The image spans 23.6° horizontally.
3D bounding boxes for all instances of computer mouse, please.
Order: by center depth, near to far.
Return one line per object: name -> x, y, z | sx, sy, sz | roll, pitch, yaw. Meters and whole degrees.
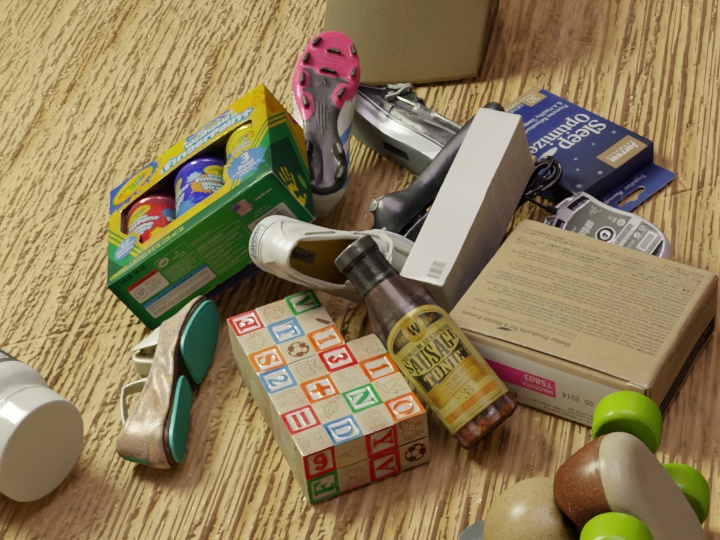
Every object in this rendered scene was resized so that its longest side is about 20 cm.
computer mouse -> 0.211, -0.034, 1.657 | 0.199, 0.044, 0.110 | 32, 72, 34

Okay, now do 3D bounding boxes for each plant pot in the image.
plant pot -> 0.068, -0.323, 1.931 | 0.175, 0.201, 0.201 | 14, 42, 6

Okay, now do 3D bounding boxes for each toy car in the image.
toy car -> 0.157, 0.216, 1.331 | 0.199, 0.158, 0.165 | -23, 28, 27

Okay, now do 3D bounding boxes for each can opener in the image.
can opener -> 0.075, -0.087, 1.705 | 0.078, 0.063, 0.201 | 40, 74, -7

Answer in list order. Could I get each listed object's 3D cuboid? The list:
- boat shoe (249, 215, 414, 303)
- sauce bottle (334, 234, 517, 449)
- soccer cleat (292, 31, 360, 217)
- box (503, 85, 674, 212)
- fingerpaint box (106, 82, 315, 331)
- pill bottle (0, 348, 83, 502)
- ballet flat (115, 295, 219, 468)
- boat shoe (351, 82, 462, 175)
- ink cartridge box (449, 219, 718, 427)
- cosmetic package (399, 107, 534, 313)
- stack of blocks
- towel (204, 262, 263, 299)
boat shoe -> 0.001, -0.005, 1.569 | 0.201, 0.075, 0.086 | 15, 5, -39
sauce bottle -> 0.052, 0.059, 1.483 | 0.066, 0.066, 0.200 | -35, 80, -31
soccer cleat -> -0.042, -0.148, 1.766 | 0.069, 0.087, 0.202 | 8, 62, -6
box -> 0.214, -0.120, 1.775 | 0.121, 0.033, 0.199 | -34, 47, -29
fingerpaint box -> -0.147, -0.064, 1.652 | 0.199, 0.073, 0.168 | -33, 32, 16
pill bottle -> -0.342, 0.118, 1.505 | 0.199, 0.114, 0.113 | 25, 49, 33
ballet flat -> -0.179, 0.095, 1.548 | 0.066, 0.069, 0.201 | -4, 37, 14
boat shoe -> 0.043, -0.160, 1.804 | 0.199, 0.074, 0.068 | 32, 70, 37
ink cartridge box -> 0.198, 0.050, 1.536 | 0.198, 0.076, 0.165 | 18, 47, 26
cosmetic package -> 0.102, -0.048, 1.622 | 0.050, 0.083, 0.201 | 12, 60, 26
stack of blocks -> -0.031, 0.103, 1.519 | 0.114, 0.059, 0.200 | -19, 40, -14
towel -> -0.128, -0.049, 1.714 | 0.144, 0.024, 0.201 | -26, 35, 17
